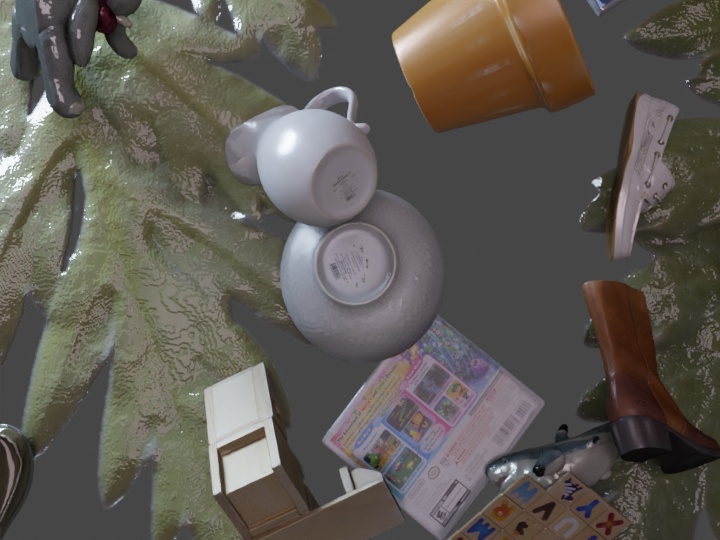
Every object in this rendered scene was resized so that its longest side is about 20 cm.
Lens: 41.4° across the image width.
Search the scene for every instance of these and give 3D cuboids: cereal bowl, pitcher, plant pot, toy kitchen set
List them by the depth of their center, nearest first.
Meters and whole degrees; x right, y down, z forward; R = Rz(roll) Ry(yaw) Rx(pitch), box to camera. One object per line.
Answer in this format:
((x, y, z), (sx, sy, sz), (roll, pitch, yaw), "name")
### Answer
((-0.045, -0.139, 1.063), (0.171, 0.200, 0.122), (-41, 123, -10), "pitcher")
((0.142, -0.252, 1.074), (0.181, 0.200, 0.203), (-24, 83, 15), "plant pot")
((-0.057, 0.225, 1.079), (0.161, 0.181, 0.202), (-24, 123, 2), "toy kitchen set")
((0.000, 0.000, 1.083), (0.196, 0.083, 0.204), (-1, 79, 6), "cereal bowl")

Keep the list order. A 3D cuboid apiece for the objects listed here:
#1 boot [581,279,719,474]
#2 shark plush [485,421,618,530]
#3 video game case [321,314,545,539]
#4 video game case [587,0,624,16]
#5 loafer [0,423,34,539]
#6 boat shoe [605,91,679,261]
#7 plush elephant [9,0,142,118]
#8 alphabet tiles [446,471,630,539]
((0.326, 0.120, 1.075), (0.186, 0.068, 0.203), (14, 55, -33), "boot")
((0.239, 0.193, 1.067), (0.199, 0.083, 0.091), (-37, 120, -10), "shark plush")
((0.084, 0.175, 1.104), (0.181, 0.024, 0.201), (38, 87, 5), "video game case")
((0.323, -0.438, 1.162), (0.199, 0.022, 0.184), (-33, 84, -3), "video game case")
((-0.433, 0.276, 1.084), (0.074, 0.070, 0.203), (17, 85, 3), "loafer")
((0.330, -0.105, 1.101), (0.068, 0.071, 0.203), (13, 83, 5), "boat shoe")
((-0.319, -0.301, 1.113), (0.153, 0.164, 0.203), (-17, 121, -35), "plush elephant")
((0.189, 0.309, 1.041), (0.166, 0.006, 0.200), (39, 109, -16), "alphabet tiles")
